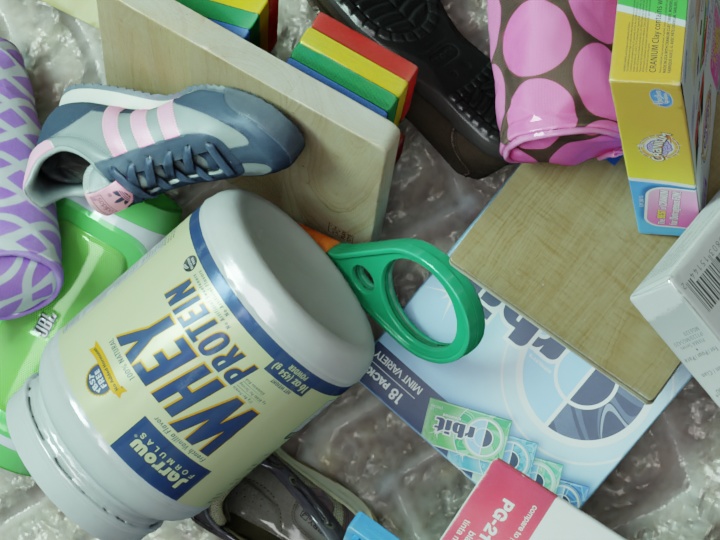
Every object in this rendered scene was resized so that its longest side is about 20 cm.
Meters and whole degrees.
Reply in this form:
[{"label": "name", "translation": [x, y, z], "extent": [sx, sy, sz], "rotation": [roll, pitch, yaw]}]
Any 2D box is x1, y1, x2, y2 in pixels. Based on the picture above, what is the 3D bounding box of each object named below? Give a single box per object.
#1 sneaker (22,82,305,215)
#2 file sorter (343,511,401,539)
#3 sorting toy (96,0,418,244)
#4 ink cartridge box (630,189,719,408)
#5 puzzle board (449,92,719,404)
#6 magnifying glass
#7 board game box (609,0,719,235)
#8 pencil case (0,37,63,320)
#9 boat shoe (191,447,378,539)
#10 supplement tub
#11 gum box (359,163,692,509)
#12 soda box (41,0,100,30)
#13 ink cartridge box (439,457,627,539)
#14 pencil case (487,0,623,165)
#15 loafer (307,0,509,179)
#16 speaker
[{"label": "sneaker", "translation": [-0.122, -0.065, 1.499], "extent": [0.199, 0.070, 0.082], "rotation": [2, 52, 41]}, {"label": "file sorter", "translation": [0.009, 0.265, 1.511], "extent": [0.139, 0.200, 0.123], "rotation": [35, 65, 9]}, {"label": "sorting toy", "translation": [-0.059, -0.114, 1.534], "extent": [0.198, 0.200, 0.070], "rotation": [30, 73, 6]}, {"label": "ink cartridge box", "translation": [0.275, 0.018, 1.467], "extent": [0.176, 0.200, 0.045], "rotation": [49, 144, -6]}, {"label": "puzzle board", "translation": [0.170, -0.034, 1.521], "extent": [0.150, 0.017, 0.200], "rotation": [35, 68, 8]}, {"label": "magnifying glass", "translation": [0.000, 0.000, 1.561], "extent": [0.200, 0.022, 0.080], "rotation": [24, 133, 37]}, {"label": "board game box", "translation": [0.181, -0.129, 1.443], "extent": [0.040, 0.200, 0.154], "rotation": [3, 66, 13]}, {"label": "pencil case", "translation": [-0.242, -0.058, 1.587], "extent": [0.086, 0.084, 0.201], "rotation": [125, 142, -46]}, {"label": "boat shoe", "translation": [-0.082, 0.140, 1.610], "extent": [0.200, 0.065, 0.072], "rotation": [31, 102, 10]}, {"label": "supplement tub", "translation": [-0.106, 0.062, 1.522], "extent": [0.200, 0.145, 0.145], "rotation": [-41, 84, 15]}, {"label": "gum box", "translation": [0.121, 0.043, 1.569], "extent": [0.170, 0.045, 0.200], "rotation": [41, 102, 7]}, {"label": "soda box", "translation": [-0.214, -0.217, 1.619], "extent": [0.199, 0.068, 0.064], "rotation": [27, 99, 10]}, {"label": "ink cartridge box", "translation": [0.135, 0.223, 1.518], "extent": [0.200, 0.145, 0.084], "rotation": [33, 64, 9]}, {"label": "pencil case", "translation": [0.127, -0.160, 1.510], "extent": [0.091, 0.093, 0.201], "rotation": [-21, 63, 52]}, {"label": "loafer", "translation": [0.026, -0.130, 1.564], "extent": [0.200, 0.073, 0.071], "rotation": [50, 142, 16]}, {"label": "speaker", "translation": [-0.194, 0.032, 1.620], "extent": [0.088, 0.088, 0.201], "rotation": [30, 99, 10]}]
